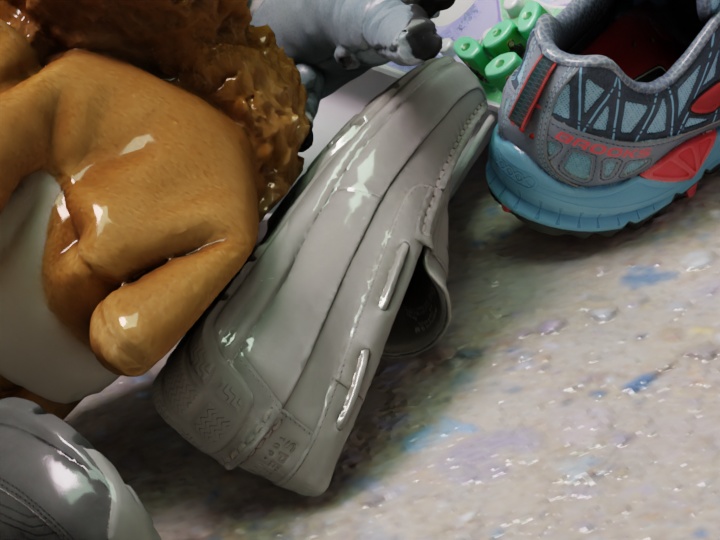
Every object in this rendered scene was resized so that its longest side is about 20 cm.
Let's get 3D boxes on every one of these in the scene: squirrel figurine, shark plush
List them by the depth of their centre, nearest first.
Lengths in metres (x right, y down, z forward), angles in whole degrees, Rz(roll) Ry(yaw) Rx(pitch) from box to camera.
[{"bbox_3d":[-0.118,-0.061,0.923,0.200,0.187,0.142,-49,8,-33],"label":"squirrel figurine"},{"bbox_3d":[-0.005,-0.075,1.004,0.200,0.091,0.083,17,79,59],"label":"shark plush"}]

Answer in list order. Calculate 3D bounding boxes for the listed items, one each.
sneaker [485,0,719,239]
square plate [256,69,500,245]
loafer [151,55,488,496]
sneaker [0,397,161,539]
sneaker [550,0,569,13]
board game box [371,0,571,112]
[{"bbox_3d":[0.130,-0.091,1.022,0.079,0.096,0.200,33,52,28],"label":"sneaker"},{"bbox_3d":[-0.025,-0.057,1.127,0.198,0.028,0.200,-1,29,26],"label":"square plate"},{"bbox_3d":[0.000,0.000,0.952,0.070,0.070,0.200,-46,7,48],"label":"loafer"},{"bbox_3d":[-0.140,0.087,0.867,0.200,0.075,0.079,0,38,46],"label":"sneaker"},{"bbox_3d":[0.148,-0.128,1.140,0.088,0.075,0.200,17,37,28],"label":"sneaker"},{"bbox_3d":[0.052,-0.169,1.126,0.200,0.026,0.200,24,77,48],"label":"board game box"}]
